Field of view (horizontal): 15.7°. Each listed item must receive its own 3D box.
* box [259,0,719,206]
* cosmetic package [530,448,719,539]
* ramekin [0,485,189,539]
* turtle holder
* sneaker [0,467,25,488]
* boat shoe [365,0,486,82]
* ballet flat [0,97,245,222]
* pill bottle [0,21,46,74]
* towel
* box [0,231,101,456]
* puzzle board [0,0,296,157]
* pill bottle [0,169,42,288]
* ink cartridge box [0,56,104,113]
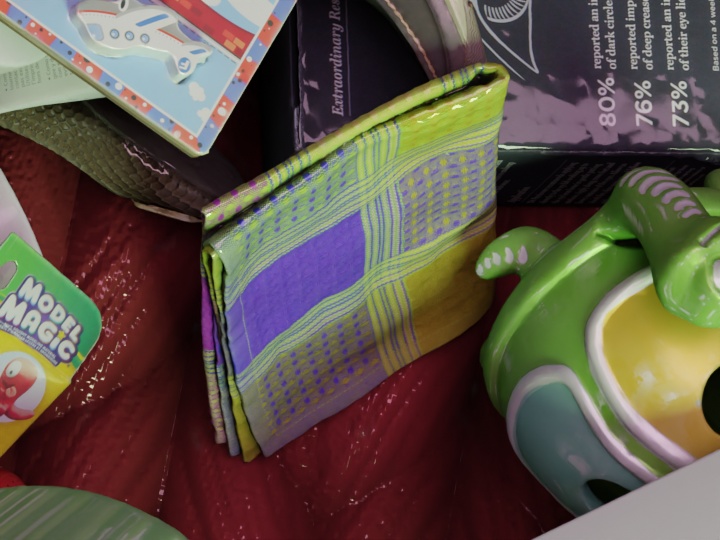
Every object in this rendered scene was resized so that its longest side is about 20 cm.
[{"bbox_3d":[0.057,-0.109,1.135,0.200,0.104,0.148,1,78,-10],"label":"box"},{"bbox_3d":[0.153,0.125,1.043,0.200,0.151,0.052,-25,59,-4],"label":"cosmetic package"},{"bbox_3d":[-0.118,0.176,0.952,0.200,0.200,0.098,45,32,1],"label":"ramekin"},{"bbox_3d":[0.135,0.034,1.073,0.141,0.186,0.132,0,50,-34],"label":"turtle holder"},{"bbox_3d":[-0.089,0.161,1.033,0.112,0.071,0.200,-14,103,25],"label":"sneaker"},{"bbox_3d":[-0.023,-0.144,1.045,0.073,0.075,0.200,-34,76,-1],"label":"boat shoe"},{"bbox_3d":[-0.141,-0.070,1.119,0.200,0.067,0.046,29,106,-3],"label":"ballet flat"},{"bbox_3d":[-0.208,-0.101,1.011,0.112,0.200,0.113,15,71,-50],"label":"pill bottle"},{"bbox_3d":[0.000,0.000,1.062,0.143,0.200,0.023,-30,65,-16],"label":"towel"},{"bbox_3d":[-0.201,0.054,0.987,0.200,0.048,0.117,-45,124,0],"label":"box"},{"bbox_3d":[-0.101,-0.157,0.945,0.200,0.017,0.151,36,66,-16],"label":"puzzle board"},{"bbox_3d":[-0.230,0.021,1.052,0.200,0.111,0.111,-26,85,-14],"label":"pill bottle"},{"bbox_3d":[-0.138,-0.144,1.051,0.050,0.200,0.161,-9,89,-50],"label":"ink cartridge box"}]
